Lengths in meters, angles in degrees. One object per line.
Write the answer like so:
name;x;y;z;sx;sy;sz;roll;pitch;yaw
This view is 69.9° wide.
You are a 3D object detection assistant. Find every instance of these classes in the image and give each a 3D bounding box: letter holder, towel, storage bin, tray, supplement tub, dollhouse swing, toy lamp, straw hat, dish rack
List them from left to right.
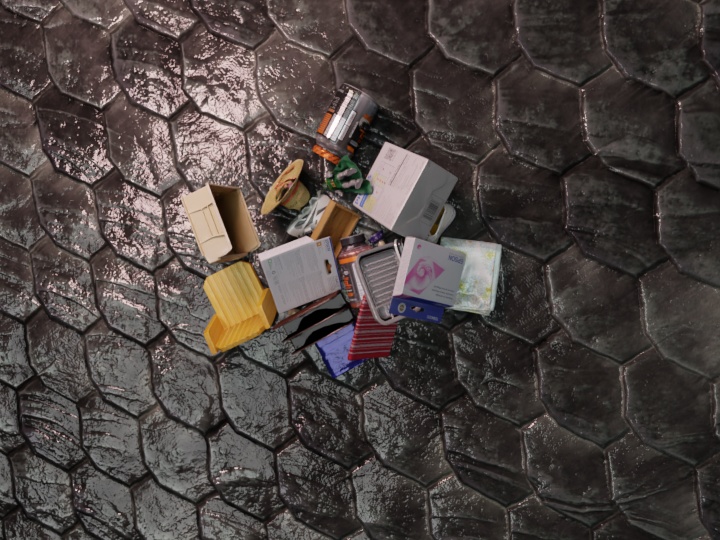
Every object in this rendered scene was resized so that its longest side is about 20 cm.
storage bin;-0.389;-0.131;1.463;0.093;0.200;0.200;-20;91;12
dollhouse swing;-0.374;0.100;1.504;0.199;0.182;0.177;-24;111;11
straw hat;-0.190;-0.215;1.454;0.085;0.201;0.201;37;101;-25
letter holder;-0.127;0.148;1.422;0.199;0.142;0.101;-28;91;5
tray;-0.090;-0.091;1.469;0.037;0.098;0.201;41;104;49
towel;-0.063;0.196;1.515;0.147;0.050;0.201;-29;89;4
supplement tub;-0.045;-0.396;1.420;0.122;0.123;0.201;30;100;6
supplement tub;0.000;0.000;1.453;0.106;0.107;0.202;-14;93;11
towel;0.042;0.158;1.434;0.022;0.144;0.202;35;117;49
dish rack;0.069;0.037;1.380;0.043;0.171;0.202;-24;86;53
toy lamp;0.097;-0.018;1.461;0.058;0.058;0.201;-37;88;11
towel;0.296;0.016;1.434;0.170;0.048;0.202;8;96;8

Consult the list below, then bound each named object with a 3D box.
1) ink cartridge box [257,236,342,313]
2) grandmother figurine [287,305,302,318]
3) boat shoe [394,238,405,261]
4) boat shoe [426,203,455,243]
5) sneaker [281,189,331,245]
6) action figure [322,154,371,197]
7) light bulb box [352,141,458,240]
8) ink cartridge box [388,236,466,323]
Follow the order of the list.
ink cartridge box;-0.162;0.005;1.428;0.198;0.041;0.201;-19;130;-11
grandmother figurine;-0.195;0.065;1.520;0.120;0.061;0.202;-2;97;2
boat shoe;0.160;-0.009;1.397;0.060;0.076;0.201;-23;115;28
boat shoe;0.185;-0.100;1.418;0.071;0.070;0.201;44;109;30
sneaker;-0.146;-0.128;1.485;0.088;0.074;0.200;42;101;6
action figure;-0.055;-0.245;1.414;0.055;0.200;0.119;-38;107;-20
light bulb box;0.113;-0.207;1.359;0.124;0.200;0.199;21;102;-38
ink cartridge box;0.177;0.031;1.336;0.195;0.043;0.202;13;89;-36
